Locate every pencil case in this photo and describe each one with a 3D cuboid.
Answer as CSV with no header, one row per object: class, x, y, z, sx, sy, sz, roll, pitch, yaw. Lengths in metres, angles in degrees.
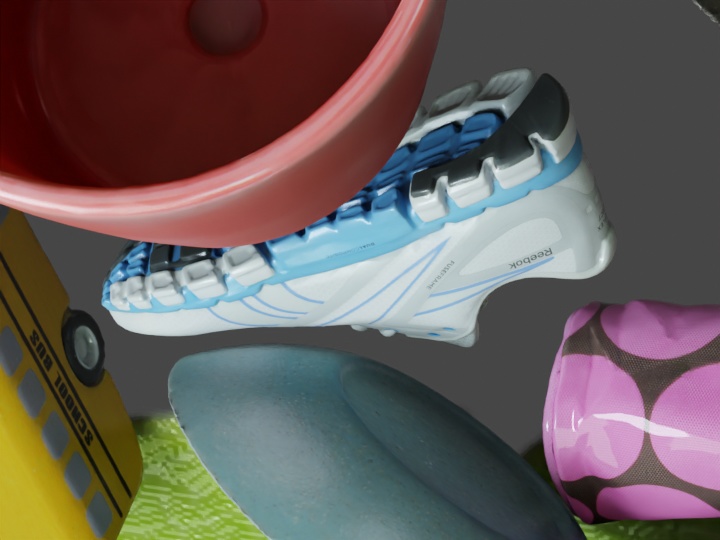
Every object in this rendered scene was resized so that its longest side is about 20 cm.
pencil case,0.168,0.060,1.043,0.199,0.091,0.094,6,158,16

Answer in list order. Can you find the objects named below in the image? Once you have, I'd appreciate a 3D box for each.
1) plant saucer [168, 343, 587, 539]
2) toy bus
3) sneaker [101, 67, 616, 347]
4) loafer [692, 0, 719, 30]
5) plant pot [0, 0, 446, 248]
plant saucer,0.024,0.080,1.047,0.201,0.201,0.039,35,105,-9
toy bus,-0.154,0.019,1.117,0.065,0.078,0.200,-11,122,25
sneaker,0.000,0.000,1.060,0.199,0.075,0.087,-14,126,28
loafer,0.070,-0.141,0.935,0.200,0.073,0.071,43,131,-4
plant pot,-0.057,-0.095,0.909,0.200,0.201,0.177,10,170,11
